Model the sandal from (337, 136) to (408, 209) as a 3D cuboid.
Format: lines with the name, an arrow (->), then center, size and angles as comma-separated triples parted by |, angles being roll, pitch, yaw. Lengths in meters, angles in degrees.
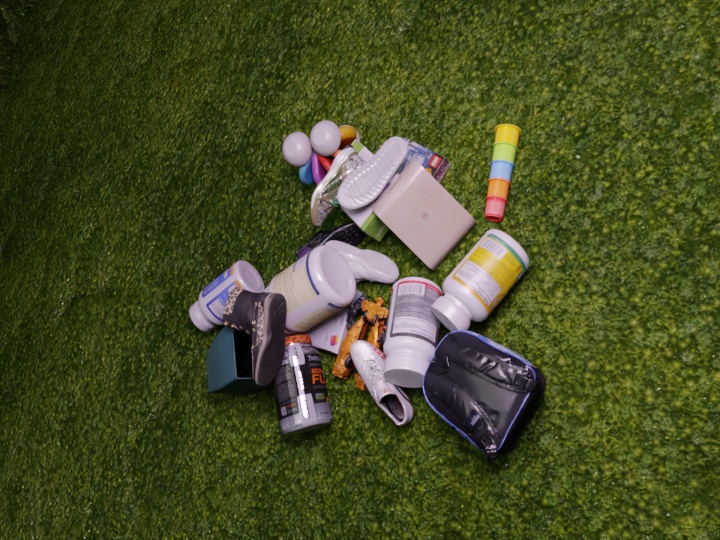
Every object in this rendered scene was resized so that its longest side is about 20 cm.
sandal -> 0.035, -0.207, 1.297 | 0.202, 0.050, 0.083 | -43, 71, -1

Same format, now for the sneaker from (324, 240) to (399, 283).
sneaker -> 0.000, 0.000, 1.383 | 0.196, 0.075, 0.091 | 22, 122, 21

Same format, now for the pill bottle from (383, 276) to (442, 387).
pill bottle -> 0.107, 0.128, 1.204 | 0.111, 0.114, 0.204 | -9, 54, 30

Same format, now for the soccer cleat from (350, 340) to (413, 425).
soccer cleat -> 0.043, 0.233, 1.213 | 0.068, 0.085, 0.202 | -34, 83, 9

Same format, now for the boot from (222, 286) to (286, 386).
boot -> -0.239, 0.138, 1.294 | 0.148, 0.072, 0.206 | 13, 100, 38

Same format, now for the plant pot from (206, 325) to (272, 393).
plant pot -> -0.297, 0.227, 1.435 | 0.199, 0.139, 0.145 | -34, 58, 42

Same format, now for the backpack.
backpack -> 0.226, 0.223, 1.097 | 0.198, 0.146, 0.186 | 31, 91, 33

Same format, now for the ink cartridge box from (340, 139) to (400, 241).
ink cartridge box -> 0.016, -0.194, 1.382 | 0.149, 0.075, 0.200 | -50, 52, 10

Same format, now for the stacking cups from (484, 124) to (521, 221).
stacking cups -> 0.308, -0.208, 1.259 | 0.059, 0.060, 0.206 | 3, 79, 33

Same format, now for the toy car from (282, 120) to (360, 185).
toy car -> -0.090, -0.286, 1.488 | 0.196, 0.174, 0.154 | -13, 91, 28

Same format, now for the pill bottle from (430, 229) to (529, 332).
pill bottle -> 0.234, 0.027, 1.158 | 0.200, 0.113, 0.112 | -47, 54, -9

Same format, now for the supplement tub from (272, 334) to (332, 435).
supplement tub -> -0.139, 0.259, 1.327 | 0.120, 0.122, 0.205 | -22, 71, 24

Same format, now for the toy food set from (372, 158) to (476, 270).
toy food set -> 0.140, -0.121, 1.280 | 0.200, 0.060, 0.144 | 43, 99, -2

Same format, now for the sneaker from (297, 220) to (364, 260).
sneaker -> -0.081, -0.079, 1.455 | 0.197, 0.076, 0.089 | -33, 44, 12

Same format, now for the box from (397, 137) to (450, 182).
box -> 0.108, -0.200, 1.393 | 0.136, 0.040, 0.203 | 36, 94, 37

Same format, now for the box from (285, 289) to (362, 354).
box -> -0.102, 0.106, 1.421 | 0.196, 0.041, 0.160 | 10, 80, 36

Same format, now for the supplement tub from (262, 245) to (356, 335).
supplement tub -> -0.122, 0.051, 1.333 | 0.198, 0.143, 0.148 | -31, 58, 29

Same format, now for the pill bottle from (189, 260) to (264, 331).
pill bottle -> -0.361, 0.074, 1.559 | 0.198, 0.111, 0.114 | -36, 57, 18

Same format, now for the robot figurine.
robot figurine -> 0.015, 0.157, 1.315 | 0.143, 0.058, 0.204 | 20, 86, 36

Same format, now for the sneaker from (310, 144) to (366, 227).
sneaker -> -0.045, -0.182, 1.335 | 0.088, 0.077, 0.203 | 33, 98, 21
